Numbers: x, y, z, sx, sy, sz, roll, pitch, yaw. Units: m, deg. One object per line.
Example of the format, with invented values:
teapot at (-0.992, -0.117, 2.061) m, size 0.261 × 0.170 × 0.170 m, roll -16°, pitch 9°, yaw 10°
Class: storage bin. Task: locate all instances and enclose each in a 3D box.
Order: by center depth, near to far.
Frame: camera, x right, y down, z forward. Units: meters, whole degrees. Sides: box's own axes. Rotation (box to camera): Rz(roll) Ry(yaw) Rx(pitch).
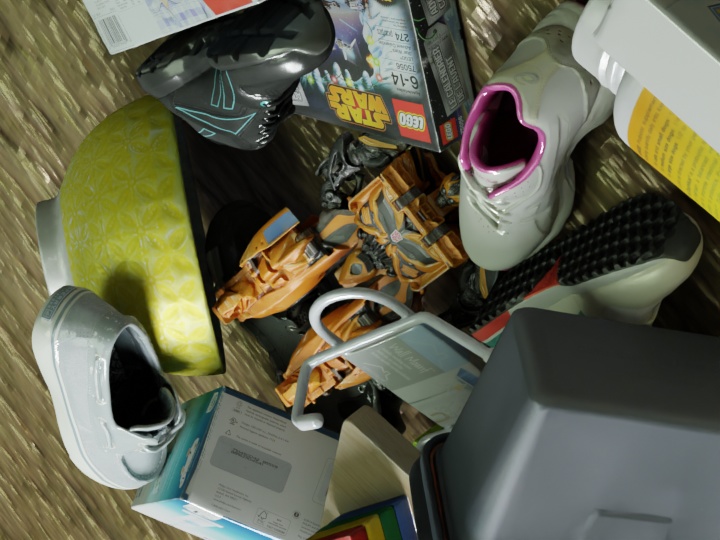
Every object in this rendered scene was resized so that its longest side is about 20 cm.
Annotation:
storage bin at (0.142, 0.109, 1.149) m, size 0.146 × 0.199 × 0.135 m, roll -97°, pitch 20°, yaw -52°

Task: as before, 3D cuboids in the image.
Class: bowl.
bowl at (-0.161, -0.018, 1.442) m, size 0.200 × 0.107 × 0.201 m, roll 170°, pitch 90°, yaw -88°

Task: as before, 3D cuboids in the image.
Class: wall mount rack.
wall mount rack at (0.062, 0.080, 1.284) m, size 0.173 × 0.075 × 0.200 m, roll -22°, pitch 136°, yaw 37°

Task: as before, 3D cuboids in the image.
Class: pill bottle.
pill bottle at (0.198, -0.072, 1.007) m, size 0.200 × 0.109 × 0.109 m, roll 42°, pitch 145°, yaw 21°

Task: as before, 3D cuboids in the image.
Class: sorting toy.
sorting toy at (0.033, 0.217, 1.257) m, size 0.200 × 0.070 × 0.199 m, roll 42°, pitch 145°, yaw 24°

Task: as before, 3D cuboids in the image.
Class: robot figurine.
robot figurine at (0.000, 0.000, 1.333) m, size 0.145 × 0.058 × 0.200 m, roll 51°, pitch 129°, yaw 2°

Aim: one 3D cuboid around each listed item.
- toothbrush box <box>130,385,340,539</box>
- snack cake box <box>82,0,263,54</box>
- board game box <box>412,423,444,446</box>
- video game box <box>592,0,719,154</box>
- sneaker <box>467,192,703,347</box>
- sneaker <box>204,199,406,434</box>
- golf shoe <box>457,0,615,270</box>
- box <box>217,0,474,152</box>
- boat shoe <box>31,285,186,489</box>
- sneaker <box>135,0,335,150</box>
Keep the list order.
toothbrush box at (-0.065, 0.153, 1.469) m, size 0.146 × 0.086 × 0.200 m, roll 24°, pitch 166°, yaw -10°
snack cake box at (-0.109, -0.206, 1.258) m, size 0.200 × 0.067 × 0.115 m, roll -5°, pitch 114°, yaw 58°
board game box at (0.121, 0.186, 1.386) m, size 0.200 × 0.048 × 0.102 m, roll 33°, pitch 141°, yaw 33°
video game box at (0.229, -0.082, 0.890) m, size 0.200 × 0.182 × 0.047 m, roll 44°, pitch 145°, yaw 18°
sneaker at (0.148, 0.024, 1.211) m, size 0.093 × 0.070 × 0.200 m, roll 44°, pitch 148°, yaw -11°
sneaker at (-0.020, 0.036, 1.435) m, size 0.115 × 0.075 × 0.200 m, roll 3°, pitch 130°, yaw 46°
golf shoe at (0.081, -0.063, 1.184) m, size 0.075 × 0.091 × 0.200 m, roll 41°, pitch 143°, yaw 19°
box at (-0.021, -0.157, 1.288) m, size 0.200 × 0.040 × 0.137 m, roll 18°, pitch 132°, yaw 45°
boat shoe at (-0.156, 0.090, 1.389) m, size 0.071 × 0.070 × 0.201 m, roll 22°, pitch 150°, yaw 27°
sneaker at (-0.062, -0.121, 1.288) m, size 0.079 × 0.075 × 0.200 m, roll 52°, pitch 157°, yaw -18°
